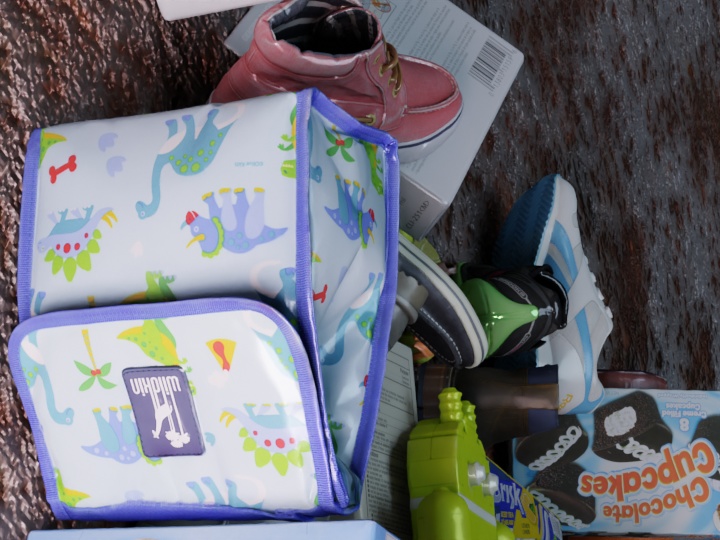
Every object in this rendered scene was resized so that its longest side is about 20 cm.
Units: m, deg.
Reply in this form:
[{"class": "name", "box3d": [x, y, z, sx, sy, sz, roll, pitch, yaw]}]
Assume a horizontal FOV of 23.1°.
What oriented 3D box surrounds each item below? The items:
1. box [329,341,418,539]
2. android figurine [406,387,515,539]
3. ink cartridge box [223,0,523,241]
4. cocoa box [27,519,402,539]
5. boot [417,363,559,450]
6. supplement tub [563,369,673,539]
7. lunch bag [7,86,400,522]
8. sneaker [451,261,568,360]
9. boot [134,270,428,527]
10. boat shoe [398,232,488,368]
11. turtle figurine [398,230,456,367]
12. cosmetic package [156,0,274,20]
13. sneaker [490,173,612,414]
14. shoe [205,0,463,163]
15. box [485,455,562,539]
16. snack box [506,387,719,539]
[{"class": "box", "box3d": [-0.013, 0.138, 1.052, 0.095, 0.077, 0.201, 30, 51, -57]}, {"class": "android figurine", "box3d": [0.063, 0.173, 1.067, 0.182, 0.041, 0.201, 48, 37, -68]}, {"class": "ink cartridge box", "box3d": [0.007, -0.133, 1.174, 0.173, 0.044, 0.200, 34, 40, -4]}, {"class": "cocoa box", "box3d": [-0.058, 0.201, 0.839, 0.131, 0.199, 0.134, 43, 48, -51]}, {"class": "boot", "box3d": [0.105, 0.105, 1.268, 0.200, 0.096, 0.075, 33, 57, -74]}, {"class": "supplement tub", "box3d": [0.207, 0.188, 1.475, 0.107, 0.106, 0.201, 24, 64, -60]}, {"class": "lunch bag", "box3d": [-0.077, 0.024, 0.874, 0.127, 0.169, 0.201, 20, 68, -61]}, {"class": "sneaker", "box3d": [0.110, 0.032, 1.299, 0.200, 0.083, 0.077, -100, -175, -83]}, {"class": "boot", "box3d": [-0.071, 0.060, 0.980, 0.201, 0.181, 0.073, -60, 180, -12]}, {"class": "boat shoe", "box3d": [0.000, 0.000, 1.101, 0.200, 0.075, 0.062, 44, 74, -21]}, {"class": "turtle figurine", "box3d": [0.028, -0.002, 1.205, 0.200, 0.064, 0.162, -23, 105, -62]}, {"class": "cosmetic package", "box3d": [-0.025, -0.263, 1.008, 0.167, 0.199, 0.168, -58, 134, -52]}, {"class": "sneaker", "box3d": [0.154, 0.020, 1.405, 0.080, 0.076, 0.201, 17, 64, -26]}, {"class": "shoe", "box3d": [0.002, -0.116, 1.050, 0.199, 0.091, 0.072, -11, 57, -41]}, {"class": "box", "box3d": [0.080, 0.181, 1.253, 0.200, 0.070, 0.065, 44, 35, -52]}, {"class": "snack box", "box3d": [0.216, 0.154, 1.409, 0.037, 0.199, 0.117, 104, -13, -75]}]
